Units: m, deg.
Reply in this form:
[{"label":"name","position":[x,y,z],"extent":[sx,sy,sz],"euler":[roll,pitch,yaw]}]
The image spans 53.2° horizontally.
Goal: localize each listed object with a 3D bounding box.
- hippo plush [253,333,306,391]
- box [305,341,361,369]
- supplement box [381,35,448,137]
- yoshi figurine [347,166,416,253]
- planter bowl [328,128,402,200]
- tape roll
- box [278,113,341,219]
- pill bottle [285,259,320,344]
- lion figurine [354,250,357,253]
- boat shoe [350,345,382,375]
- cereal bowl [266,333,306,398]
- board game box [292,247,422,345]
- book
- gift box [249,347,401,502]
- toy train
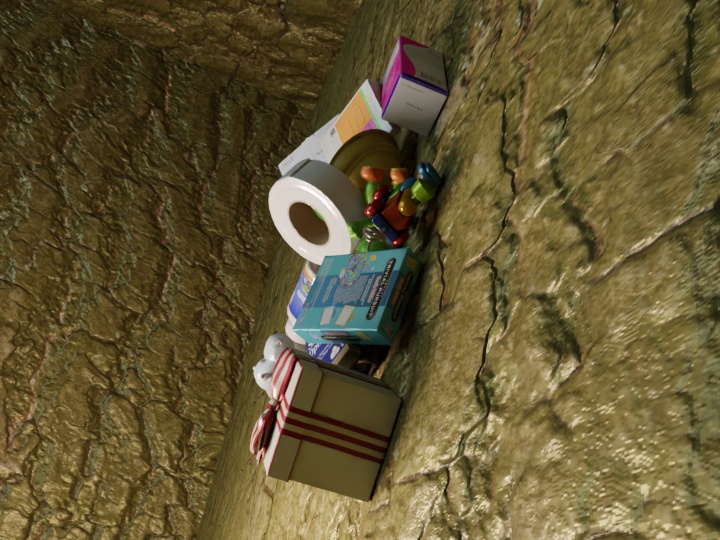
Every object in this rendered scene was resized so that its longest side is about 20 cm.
[{"label":"hippo plush","position":[-0.153,0.221,1.566],"extent":[0.159,0.158,0.204],"euler":[-175,104,-77]},{"label":"box","position":[-0.055,0.111,1.271],"extent":[0.122,0.032,0.202],"euler":[-53,28,28]},{"label":"supplement box","position":[0.105,-0.370,1.428],"extent":[0.202,0.099,0.104],"euler":[-85,18,-51]},{"label":"yoshi figurine","position":[0.036,-0.084,1.299],"extent":[0.112,0.110,0.205],"euler":[14,102,58]},{"label":"planter bowl","position":[0.027,-0.168,1.420],"extent":[0.083,0.198,0.203],"euler":[39,115,38]},{"label":"tape roll","position":[-0.081,-0.109,1.383],"extent":[0.071,0.202,0.203],"euler":[-46,-4,-35]},{"label":"box","position":[-0.072,-0.226,1.669],"extent":[0.199,0.096,0.178],"euler":[-37,56,17]},{"label":"pill bottle","position":[-0.109,0.075,1.699],"extent":[0.113,0.110,0.202],"euler":[-90,22,-57]},{"label":"lion figurine","position":[0.000,0.000,1.466],"extent":[0.123,0.071,0.203],"euler":[-49,37,36]},{"label":"boat shoe","position":[-0.025,0.188,1.262],"extent":[0.204,0.073,0.076],"euler":[121,157,-43]},{"label":"cereal bowl","position":[-0.214,0.260,1.966],"extent":[0.200,0.082,0.204],"euler":[-162,89,-78]},{"label":"board game box","position":[-0.007,0.045,1.184],"extent":[0.198,0.047,0.153],"euler":[-4,54,44]},{"label":"book","position":[-0.005,-0.282,1.523],"extent":[0.200,0.047,0.136],"euler":[-43,56,39]},{"label":"gift box","position":[-0.067,0.234,1.108],"extent":[0.200,0.184,0.188],"euler":[176,113,-76]},{"label":"toy train","position":[0.071,-0.100,1.153],"extent":[0.115,0.085,0.201],"euler":[-39,12,25]}]
